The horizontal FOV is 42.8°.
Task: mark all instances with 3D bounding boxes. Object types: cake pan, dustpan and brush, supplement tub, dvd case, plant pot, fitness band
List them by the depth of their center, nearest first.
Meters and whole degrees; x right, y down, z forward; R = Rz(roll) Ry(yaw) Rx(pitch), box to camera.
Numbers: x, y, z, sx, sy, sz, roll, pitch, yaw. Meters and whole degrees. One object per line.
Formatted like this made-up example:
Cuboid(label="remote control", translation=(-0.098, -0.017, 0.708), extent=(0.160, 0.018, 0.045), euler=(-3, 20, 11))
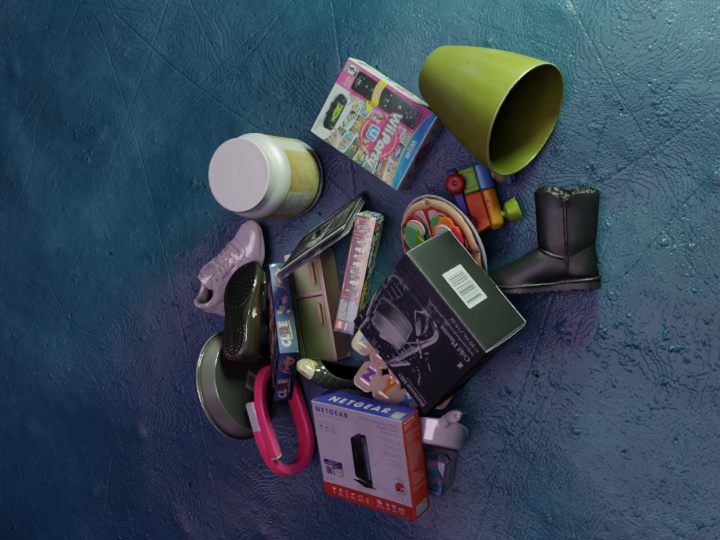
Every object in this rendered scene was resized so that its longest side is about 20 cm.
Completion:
Cuboid(label="plant pot", translation=(0.193, -0.282, 1.487), extent=(0.199, 0.186, 0.189), euler=(36, 107, 33))
Cuboid(label="dustpan and brush", translation=(0.130, 0.260, 1.517), extent=(0.137, 0.200, 0.058), euler=(12, 79, -10))
Cuboid(label="dvd case", translation=(-0.062, -0.063, 1.595), extent=(0.148, 0.200, 0.016), euler=(-34, 102, 22))
Cuboid(label="supplement tub", translation=(-0.166, -0.166, 1.629), extent=(0.142, 0.199, 0.148), euler=(1, 94, 24))
Cuboid(label="cake pan", translation=(-0.214, 0.205, 1.672), extent=(0.036, 0.199, 0.204), euler=(-18, 86, 34))
Cuboid(label="fitness band", translation=(-0.142, 0.271, 1.674), extent=(0.037, 0.143, 0.204), euler=(-15, 92, 30))

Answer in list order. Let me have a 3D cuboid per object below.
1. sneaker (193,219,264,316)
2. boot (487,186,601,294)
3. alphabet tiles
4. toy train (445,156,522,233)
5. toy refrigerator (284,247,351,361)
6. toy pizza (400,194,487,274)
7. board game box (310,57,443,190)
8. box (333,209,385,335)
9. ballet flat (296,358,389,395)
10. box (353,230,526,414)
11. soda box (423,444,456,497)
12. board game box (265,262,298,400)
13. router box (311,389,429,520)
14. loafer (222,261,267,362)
Cuboid(label="sneaker", translation=(-0.246, -0.004, 1.727), extent=(0.075, 0.099, 0.202), euler=(37, 107, 38))
Cuboid(label="boot", translation=(0.293, -0.050, 1.496), extent=(0.196, 0.076, 0.172), euler=(-4, 95, 17))
Cuboid(label="alphabet tiles", translation=(0.087, 0.147, 1.589), extent=(0.198, 0.015, 0.197), euler=(34, 79, 12))
Cuboid(label="toy train", translation=(0.219, -0.083, 1.534), extent=(0.114, 0.085, 0.204), euler=(-16, 86, 10))
Cuboid(label="toy refrigerator", translation=(-0.079, 0.065, 1.676), extent=(0.075, 0.070, 0.204), euler=(-10, 89, 24))
Cuboid(label="toy pizza", translation=(0.132, -0.027, 1.541), extent=(0.199, 0.031, 0.203), euler=(33, 136, 38))
Cuboid(label="board game box", translation=(0.032, -0.256, 1.610), extent=(0.199, 0.064, 0.149), euler=(35, 107, 17))
Cuboid(label="box", translation=(0.000, 0.000, 1.597), extent=(0.039, 0.137, 0.204), euler=(12, 99, 7))
Cuboid(label="ballet flat", translation=(-0.022, 0.178, 1.611), extent=(0.057, 0.197, 0.067), euler=(-64, 29, 24))
Cuboid(label="box", translation=(0.123, 0.083, 1.481), extent=(0.201, 0.123, 0.197), euler=(51, 137, 14))
Cuboid(label="soda box", translation=(0.066, 0.333, 1.626), extent=(0.197, 0.068, 0.065), euler=(12, 102, 23))
Cuboid(label="board game box", translation=(-0.142, 0.107, 1.629), extent=(0.034, 0.202, 0.137), euler=(-1, 137, -12))
Cuboid(label="router box", translation=(0.015, 0.308, 1.547), extent=(0.198, 0.049, 0.183), euler=(5, 111, 40))
Cuboid(label="loafer", translation=(-0.206, 0.080, 1.666), extent=(0.072, 0.071, 0.203), euler=(-11, 57, 29))
